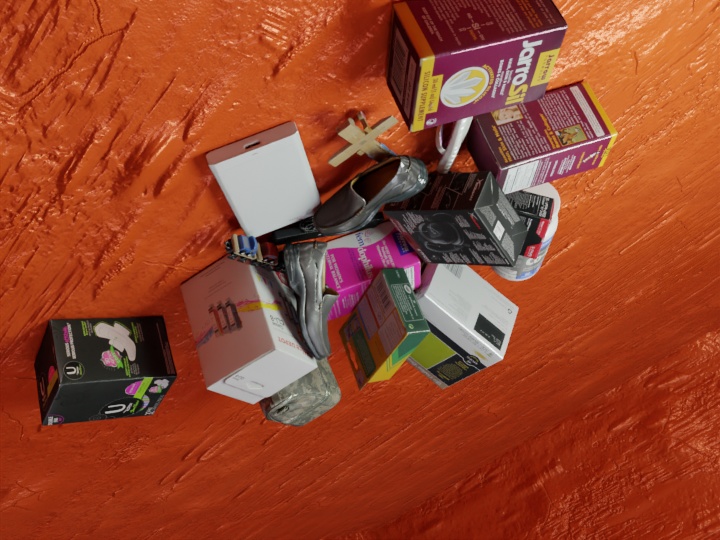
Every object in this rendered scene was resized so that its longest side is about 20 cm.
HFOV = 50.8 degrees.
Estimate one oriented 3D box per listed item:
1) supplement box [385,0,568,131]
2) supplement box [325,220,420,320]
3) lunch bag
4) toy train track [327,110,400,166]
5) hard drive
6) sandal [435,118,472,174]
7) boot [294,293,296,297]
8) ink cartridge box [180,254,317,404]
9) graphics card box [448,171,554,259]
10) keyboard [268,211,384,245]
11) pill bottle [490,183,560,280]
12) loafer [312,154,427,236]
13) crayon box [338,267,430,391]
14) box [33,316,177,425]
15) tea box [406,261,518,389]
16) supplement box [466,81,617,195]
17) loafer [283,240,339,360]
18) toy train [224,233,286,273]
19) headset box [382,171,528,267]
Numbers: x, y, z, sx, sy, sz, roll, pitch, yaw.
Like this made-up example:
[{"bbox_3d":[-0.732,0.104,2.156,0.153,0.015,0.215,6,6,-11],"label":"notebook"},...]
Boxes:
[{"bbox_3d":[0.141,-0.275,0.968,0.197,0.104,0.132,-16,150,-11],"label":"supplement box"},{"bbox_3d":[0.000,0.000,1.349,0.197,0.102,0.104,-19,152,-7],"label":"supplement box"},{"bbox_3d":[-0.151,0.191,1.477,0.138,0.202,0.168,-31,155,12],"label":"lunch bag"},{"bbox_3d":[0.016,-0.187,1.113,0.114,0.033,0.199,-32,158,18],"label":"toy train track"},{"bbox_3d":[-0.134,-0.127,1.114,0.130,0.027,0.201,-21,151,-2],"label":"hard drive"},{"bbox_3d":[0.133,-0.213,1.123,0.049,0.083,0.204,24,149,5],"label":"sandal"},{"bbox_3d":[-0.104,0.107,1.400,0.208,0.160,0.080,-15,152,-12],"label":"boot"},{"bbox_3d":[-0.187,0.095,1.275,0.143,0.202,0.145,-29,152,15],"label":"ink cartridge box"},{"bbox_3d":[0.218,-0.093,1.287,0.197,0.051,0.126,15,152,9],"label":"graphics card box"},{"bbox_3d":[-0.054,-0.082,1.256,0.197,0.040,0.104,-13,174,-19],"label":"keyboard"},{"bbox_3d":[0.305,-0.076,1.421,0.112,0.115,0.201,-17,152,-9],"label":"pill bottle"},{"bbox_3d":[0.002,-0.118,1.139,0.198,0.074,0.072,-31,154,21],"label":"loafer"},{"bbox_3d":[0.037,0.104,1.312,0.051,0.127,0.201,-4,147,-31],"label":"crayon box"},{"bbox_3d":[-0.442,0.172,1.309,0.197,0.126,0.149,2,143,-36],"label":"box"},{"bbox_3d":[0.161,0.097,1.470,0.199,0.135,0.196,39,140,-12],"label":"tea box"},{"bbox_3d":[0.279,-0.203,1.183,0.197,0.112,0.086,-17,153,-8],"label":"supplement box"},{"bbox_3d":[-0.069,0.050,1.231,0.071,0.073,0.203,-11,111,3],"label":"loafer"},{"bbox_3d":[-0.155,-0.026,1.230,0.045,0.035,0.199,-19,165,21],"label":"toy train"},{"bbox_3d":[0.144,-0.080,1.214,0.198,0.078,0.149,4,148,44],"label":"headset box"}]
